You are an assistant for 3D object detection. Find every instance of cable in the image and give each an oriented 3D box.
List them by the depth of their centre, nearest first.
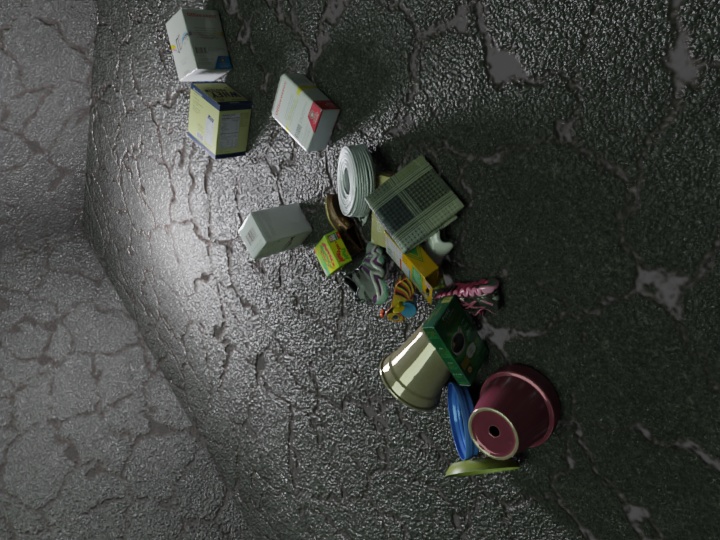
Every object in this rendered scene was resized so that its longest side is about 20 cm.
[{"bbox_3d":[-0.016,-0.252,1.474,0.201,0.068,0.203,116,145,-60],"label":"cable"}]

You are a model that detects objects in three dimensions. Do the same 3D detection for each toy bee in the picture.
[{"bbox_3d":[0.108,0.105,1.479,0.107,0.131,0.204,1,95,7],"label":"toy bee"}]

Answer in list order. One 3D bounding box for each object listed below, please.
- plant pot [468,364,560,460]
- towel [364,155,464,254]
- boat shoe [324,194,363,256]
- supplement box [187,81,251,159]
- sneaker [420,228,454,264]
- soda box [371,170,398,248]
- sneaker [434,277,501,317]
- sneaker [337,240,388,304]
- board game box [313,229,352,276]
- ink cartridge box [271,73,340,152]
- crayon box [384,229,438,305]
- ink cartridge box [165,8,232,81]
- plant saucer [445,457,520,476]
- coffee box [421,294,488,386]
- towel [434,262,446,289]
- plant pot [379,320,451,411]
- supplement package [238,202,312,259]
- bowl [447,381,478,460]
[{"bbox_3d":[0.357,0.354,1.264,0.198,0.178,0.203,15,113,38],"label":"plant pot"},{"bbox_3d":[0.138,-0.170,1.336,0.199,0.035,0.194,-36,70,1],"label":"towel"},{"bbox_3d":[-0.045,-0.142,1.598,0.067,0.072,0.203,-15,100,42],"label":"boat shoe"},{"bbox_3d":[-0.510,-0.543,1.884,0.200,0.133,0.202,40,130,29],"label":"supplement box"},{"bbox_3d":[0.174,-0.122,1.367,0.099,0.078,0.201,-39,87,28],"label":"sneaker"},{"bbox_3d":[0.076,-0.170,1.461,0.067,0.064,0.203,21,118,39],"label":"soda box"},{"bbox_3d":[0.276,0.080,1.345,0.198,0.079,0.097,-9,109,49],"label":"sneaker"},{"bbox_3d":[0.000,0.000,1.508,0.078,0.138,0.203,116,150,-54],"label":"sneaker"},{"bbox_3d":[-0.090,-0.050,1.627,0.103,0.047,0.200,64,163,2],"label":"board game box"},{"bbox_3d":[-0.169,-0.481,1.587,0.200,0.083,0.146,48,133,23],"label":"ink cartridge box"},{"bbox_3d":[0.143,-0.018,1.370,0.201,0.051,0.126,52,170,22],"label":"crayon box"},{"bbox_3d":[-0.571,-0.792,1.846,0.143,0.146,0.203,-3,102,47],"label":"ink cartridge box"},{"bbox_3d":[0.320,0.518,1.383,0.199,0.198,0.032,-35,53,47],"label":"plant saucer"},{"bbox_3d":[0.243,0.176,1.323,0.044,0.123,0.201,-9,123,49],"label":"coffee box"},{"bbox_3d":[0.179,-0.047,1.435,0.085,0.018,0.203,-8,98,42],"label":"towel"},{"bbox_3d":[0.181,0.246,1.430,0.201,0.199,0.185,46,122,24],"label":"plant pot"},{"bbox_3d":[-0.282,-0.133,1.749,0.117,0.198,0.118,-43,73,45],"label":"supplement package"},{"bbox_3d":[0.274,0.400,1.401,0.201,0.039,0.204,173,90,-88],"label":"bowl"}]
